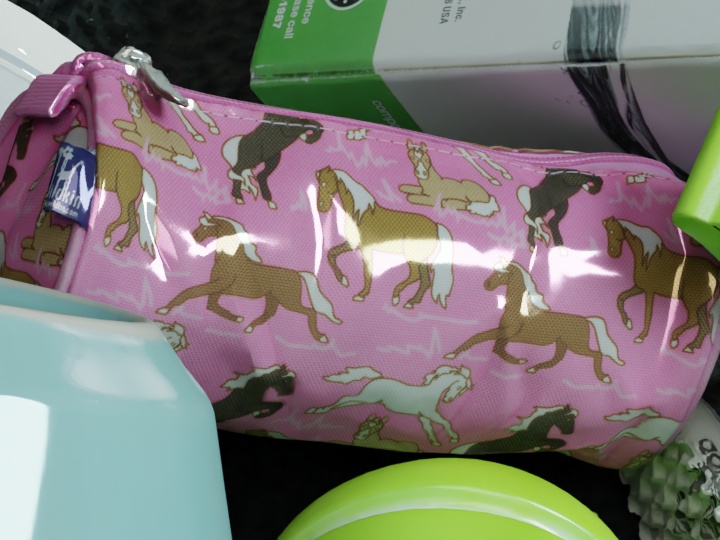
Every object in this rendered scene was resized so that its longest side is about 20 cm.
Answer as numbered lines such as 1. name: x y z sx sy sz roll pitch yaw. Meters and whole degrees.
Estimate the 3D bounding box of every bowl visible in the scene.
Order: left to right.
1. bowl: -0.111 0.051 0.662 0.200 0.201 0.106 11 92 3

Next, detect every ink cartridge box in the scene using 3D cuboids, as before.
1. ink cartridge box: 0.085 -0.099 0.857 0.199 0.083 0.147 1 61 32

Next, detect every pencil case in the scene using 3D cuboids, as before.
1. pencil case: 0.000 0.000 0.785 0.199 0.087 0.083 10 48 -22

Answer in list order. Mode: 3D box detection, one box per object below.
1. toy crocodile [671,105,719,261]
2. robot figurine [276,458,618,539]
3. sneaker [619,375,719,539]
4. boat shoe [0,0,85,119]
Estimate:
1. toy crocodile: 0.164 0.018 0.801 0.200 0.062 0.068 28 73 -24
2. robot figurine: 0.019 0.128 0.756 0.175 0.116 0.200 -6 32 11
3. sneaker: 0.156 0.109 0.820 0.099 0.070 0.201 -17 70 -20
4. boat shoe: -0.062 -0.006 0.835 0.200 0.072 0.069 35 62 -19
